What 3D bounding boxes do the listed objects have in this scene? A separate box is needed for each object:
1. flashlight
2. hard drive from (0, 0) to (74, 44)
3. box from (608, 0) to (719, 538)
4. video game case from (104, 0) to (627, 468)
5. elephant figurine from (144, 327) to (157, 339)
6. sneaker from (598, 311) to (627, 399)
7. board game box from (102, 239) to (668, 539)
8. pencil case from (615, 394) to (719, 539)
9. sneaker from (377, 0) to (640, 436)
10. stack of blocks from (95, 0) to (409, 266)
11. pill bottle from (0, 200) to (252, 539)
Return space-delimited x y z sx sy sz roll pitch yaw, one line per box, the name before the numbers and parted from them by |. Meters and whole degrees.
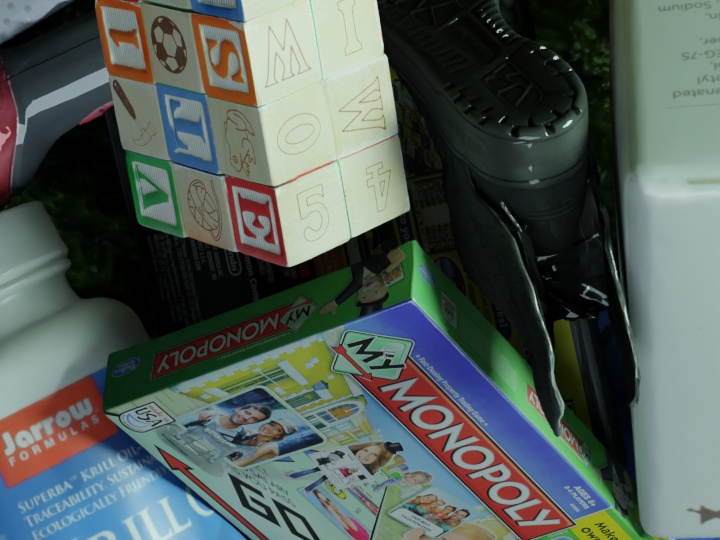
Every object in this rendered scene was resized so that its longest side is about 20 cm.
flashlight | -0.095 -0.076 0.865 0.199 0.068 0.068 -23 116 7
hard drive | -0.180 -0.164 0.783 0.134 0.042 0.200 -29 121 8
box | 0.194 -0.027 0.829 0.198 0.172 0.200 -2 137 7
video game case | 0.000 0.000 0.903 0.179 0.025 0.201 -11 96 17
elephant figurine | -0.136 0.130 0.992 0.141 0.200 0.156 9 141 38
sneaker | 0.041 0.060 1.014 0.199 0.066 0.078 -30 131 27
board game box | 0.014 0.074 0.846 0.134 0.029 0.200 -20 136 26
pencil case | 0.172 0.078 0.956 0.199 0.087 0.078 -16 150 -16
sneaker | 0.049 -0.041 0.805 0.060 0.200 0.105 -17 126 -7
stack of blocks | -0.055 -0.112 0.755 0.115 0.058 0.201 16 123 47
pill bottle | -0.117 0.080 0.875 0.112 0.112 0.201 -28 91 30
